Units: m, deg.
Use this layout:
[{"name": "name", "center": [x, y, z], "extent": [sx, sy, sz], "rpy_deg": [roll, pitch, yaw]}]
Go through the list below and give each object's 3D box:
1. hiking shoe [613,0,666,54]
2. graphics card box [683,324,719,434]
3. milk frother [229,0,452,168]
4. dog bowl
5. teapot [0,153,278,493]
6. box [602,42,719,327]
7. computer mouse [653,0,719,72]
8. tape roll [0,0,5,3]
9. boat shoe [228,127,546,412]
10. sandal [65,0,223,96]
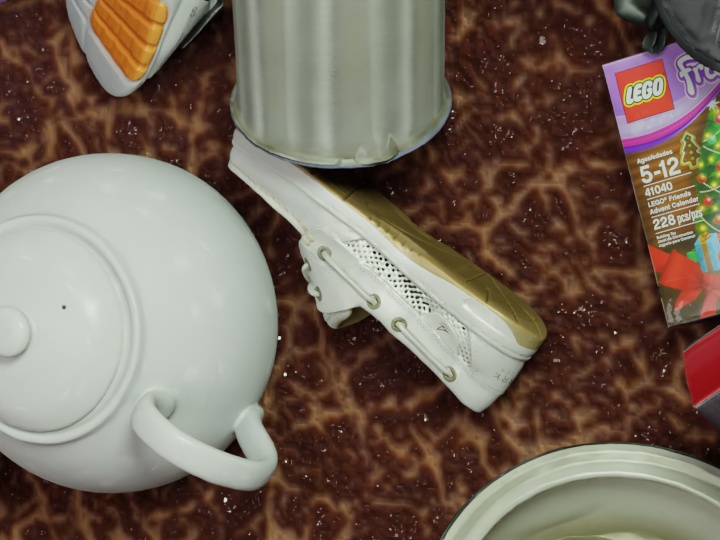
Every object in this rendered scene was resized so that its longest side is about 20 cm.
[{"name": "hiking shoe", "center": [0.115, -0.198, 1.341], "extent": [0.087, 0.200, 0.074], "rpy_deg": [-54, 30, -16]}, {"name": "graphics card box", "center": [0.259, 0.080, 1.310], "extent": [0.125, 0.051, 0.200], "rpy_deg": [-36, 114, 21]}, {"name": "milk frother", "center": [0.028, -0.181, 1.425], "extent": [0.199, 0.181, 0.189], "rpy_deg": [-3, 129, -2]}, {"name": "dog bowl", "center": [0.126, 0.187, 1.370], "extent": [0.199, 0.074, 0.201], "rpy_deg": [1, 57, -1]}, {"name": "teapot", "center": [-0.146, 0.032, 1.500], "extent": [0.199, 0.146, 0.198], "rpy_deg": [-12, 87, 24]}, {"name": "box", "center": [0.229, -0.062, 1.379], "extent": [0.199, 0.039, 0.137], "rpy_deg": [-16, 85, 24]}, {"name": "computer mouse", "center": [0.234, -0.116, 1.328], "extent": [0.199, 0.053, 0.139], "rpy_deg": [22, 109, 14]}, {"name": "tape roll", "center": [-0.264, -0.173, 1.516], "extent": [0.200, 0.200, 0.066], "rpy_deg": [-21, 83, 24]}, {"name": "boat shoe", "center": [0.000, 0.000, 1.471], "extent": [0.200, 0.071, 0.069], "rpy_deg": [38, 105, 18]}, {"name": "sandal", "center": [-0.097, -0.165, 1.494], "extent": [0.079, 0.059, 0.207], "rpy_deg": [62, 147, 18]}]
